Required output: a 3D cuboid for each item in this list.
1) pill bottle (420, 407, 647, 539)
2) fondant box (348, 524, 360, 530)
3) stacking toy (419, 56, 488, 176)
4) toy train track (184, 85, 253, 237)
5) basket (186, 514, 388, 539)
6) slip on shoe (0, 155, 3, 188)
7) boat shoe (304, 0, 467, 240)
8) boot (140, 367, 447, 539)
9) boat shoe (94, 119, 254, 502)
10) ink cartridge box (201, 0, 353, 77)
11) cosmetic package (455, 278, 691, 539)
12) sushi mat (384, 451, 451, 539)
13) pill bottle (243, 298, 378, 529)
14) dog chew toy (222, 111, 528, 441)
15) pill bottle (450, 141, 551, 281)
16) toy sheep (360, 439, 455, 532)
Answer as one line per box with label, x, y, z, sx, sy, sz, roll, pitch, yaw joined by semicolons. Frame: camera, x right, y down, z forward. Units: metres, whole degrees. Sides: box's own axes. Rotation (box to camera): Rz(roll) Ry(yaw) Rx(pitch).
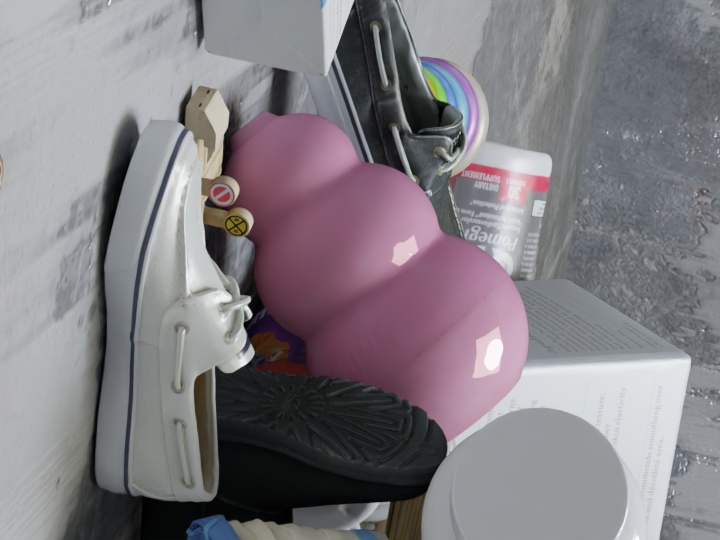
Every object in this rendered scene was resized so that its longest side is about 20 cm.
pill bottle;0.085;0.139;1.392;0.200;0.112;0.113;89;15;-69
fondant box;-0.037;0.245;1.635;0.200;0.058;0.145;-105;-148;-62
stacking toy;0.023;-0.107;1.837;0.200;0.085;0.086;8;93;-74
toy train track;-0.078;-0.001;1.450;0.115;0.032;0.201;-66;165;-55
basket;-0.067;0.213;1.363;0.139;0.199;0.177;45;-46;48
slip on shoe;-0.159;-0.039;0.820;0.200;0.060;0.076;49;54;-79
boat shoe;0.026;-0.074;1.613;0.201;0.071;0.072;64;24;-21
boot;-0.040;0.151;1.464;0.066;0.164;0.201;-55;155;-54
boat shoe;-0.083;0.024;1.332;0.071;0.069;0.201;-60;160;-63
ink cartridge box;-0.023;-0.212;1.416;0.115;0.067;0.201;90;14;-51
cosmetic package;0.094;0.111;1.942;0.166;0.199;0.168;35;-59;55
sushi mat;0.030;0.193;1.507;0.096;0.012;0.201;-1;103;-58
pill bottle;-0.015;0.052;1.652;0.200;0.111;0.112;-68;166;-51
dog chew toy;0.000;0.000;1.509;0.124;0.200;0.125;-38;-176;3
pill bottle;0.071;0.002;2.070;0.111;0.110;0.201;-9;109;-80
toy sheep;0.000;0.121;1.774;0.200;0.137;0.139;155;-50;-74
